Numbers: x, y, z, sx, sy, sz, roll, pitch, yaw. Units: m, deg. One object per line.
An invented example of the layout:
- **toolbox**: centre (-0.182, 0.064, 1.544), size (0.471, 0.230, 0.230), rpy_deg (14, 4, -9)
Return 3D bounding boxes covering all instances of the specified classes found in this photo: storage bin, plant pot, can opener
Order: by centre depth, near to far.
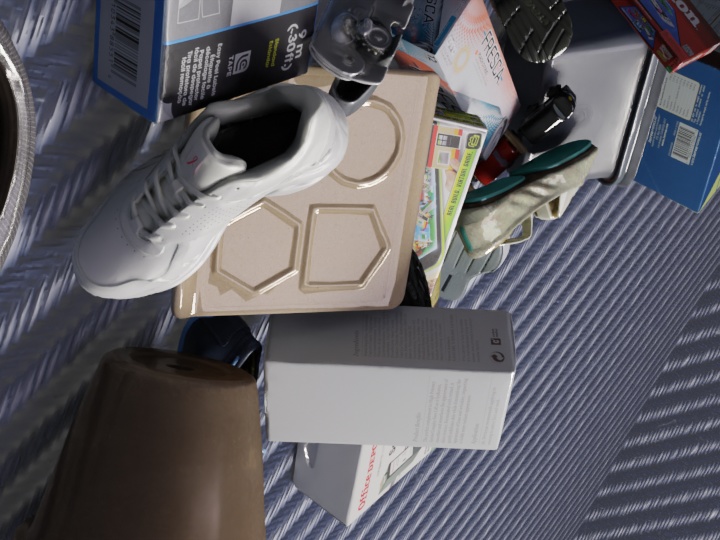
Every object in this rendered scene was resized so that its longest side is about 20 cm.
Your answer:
- **can opener**: centre (0.013, -0.192, 0.699), size (0.067, 0.053, 0.202), rpy_deg (119, -7, -55)
- **plant pot**: centre (-0.140, 0.153, 0.722), size (0.199, 0.197, 0.178), rpy_deg (7, 95, -62)
- **storage bin**: centre (0.209, -0.188, 1.040), size (0.132, 0.146, 0.202), rpy_deg (-11, 134, -21)

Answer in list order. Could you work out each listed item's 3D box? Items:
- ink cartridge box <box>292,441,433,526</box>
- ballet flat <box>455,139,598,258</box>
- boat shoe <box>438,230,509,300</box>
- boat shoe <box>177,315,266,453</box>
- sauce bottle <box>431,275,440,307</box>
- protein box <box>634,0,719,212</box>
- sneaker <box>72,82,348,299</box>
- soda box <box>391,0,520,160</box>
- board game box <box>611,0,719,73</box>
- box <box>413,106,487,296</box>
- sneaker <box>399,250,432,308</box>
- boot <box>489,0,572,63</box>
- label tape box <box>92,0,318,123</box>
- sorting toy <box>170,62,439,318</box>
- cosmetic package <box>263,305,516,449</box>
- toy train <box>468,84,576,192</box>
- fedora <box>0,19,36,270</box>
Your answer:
- **ink cartridge box**: centre (0.025, 0.159, 1.106), size (0.199, 0.083, 0.147), rpy_deg (-34, 144, -41)
- **ballet flat**: centre (0.158, -0.067, 0.955), size (0.198, 0.067, 0.063), rpy_deg (-27, 107, -34)
- **boat shoe**: centre (0.110, -0.032, 1.053), size (0.200, 0.073, 0.068), rpy_deg (127, -13, -69)
- **boat shoe**: centre (-0.120, 0.125, 0.831), size (0.084, 0.068, 0.202), rpy_deg (-36, 146, -38)
- **sauce bottle**: centre (0.050, -0.035, 0.972), size (0.065, 0.064, 0.202), rpy_deg (-40, 149, -33)
- **protein box**: centre (0.351, -0.216, 1.162), size (0.135, 0.198, 0.200), rpy_deg (-43, 150, -28)
- **sneaker**: centre (-0.101, -0.057, 0.612), size (0.199, 0.078, 0.099), rpy_deg (-37, 172, 1)
- **soda box**: centre (0.083, -0.177, 0.885), size (0.069, 0.063, 0.200), rpy_deg (-56, 153, -6)
- **board game box**: centre (0.253, -0.277, 0.943), size (0.102, 0.201, 0.019), rpy_deg (-28, 169, -46)
- **box**: centre (0.028, -0.047, 0.884), size (0.108, 0.035, 0.203), rpy_deg (8, 117, -17)
- **sneaker**: centre (0.000, 0.000, 0.851), size (0.202, 0.090, 0.076), rpy_deg (59, 17, -27)
- **boot**: centre (0.110, -0.268, 0.826), size (0.131, 0.067, 0.202), rpy_deg (-87, 153, -68)
- **label tape box**: centre (-0.064, -0.190, 0.610), size (0.199, 0.063, 0.146), rpy_deg (-30, 142, -45)
- **sorting toy**: centre (-0.041, -0.058, 0.734), size (0.197, 0.036, 0.188), rpy_deg (-3, 114, -28)
- **cosmetic package**: centre (0.021, 0.086, 0.823), size (0.075, 0.196, 0.103), rpy_deg (-87, -179, -48)
- **toy train**: centre (0.130, -0.106, 0.982), size (0.199, 0.034, 0.046), rpy_deg (-40, -166, 28)
- **fedora**: centre (-0.233, -0.041, 0.434), size (0.176, 0.089, 0.203), rpy_deg (12, 100, -64)
